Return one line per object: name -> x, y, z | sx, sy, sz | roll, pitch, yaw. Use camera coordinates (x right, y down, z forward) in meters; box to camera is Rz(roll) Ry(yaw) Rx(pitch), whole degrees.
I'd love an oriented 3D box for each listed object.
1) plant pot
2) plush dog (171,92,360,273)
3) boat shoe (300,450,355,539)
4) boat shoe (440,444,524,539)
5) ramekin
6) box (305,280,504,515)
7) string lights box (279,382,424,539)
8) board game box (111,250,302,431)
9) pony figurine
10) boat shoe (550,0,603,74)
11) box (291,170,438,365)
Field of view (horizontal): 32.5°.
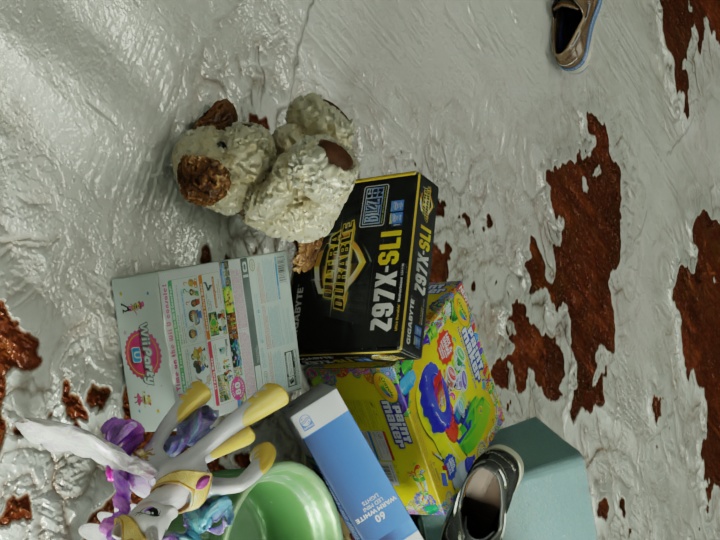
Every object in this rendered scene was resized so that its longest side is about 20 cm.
plant pot -> 0.164, 0.313, 1.509 | 0.196, 0.198, 0.198 | -144, -137, -78
plush dog -> -0.103, -0.093, 1.226 | 0.200, 0.170, 0.161 | -93, -157, -65
boat shoe -> -0.001, 0.264, 1.382 | 0.074, 0.066, 0.201 | -37, 117, -20
boat shoe -> 0.124, 0.294, 1.385 | 0.068, 0.071, 0.202 | -32, 140, -68
ramekin -> -0.110, 0.287, 1.207 | 0.199, 0.097, 0.202 | 10, 78, -56
box -> 0.058, 0.147, 1.459 | 0.193, 0.121, 0.201 | -48, 125, -49
string lights box -> -0.007, 0.220, 1.292 | 0.059, 0.103, 0.201 | -31, 95, -10
board game box -> -0.145, 0.065, 1.215 | 0.199, 0.064, 0.149 | -11, 94, -58
pony figurine -> -0.173, 0.170, 1.029 | 0.200, 0.192, 0.168 | -40, 116, -41
boat shoe -> 0.350, -0.427, 2.015 | 0.072, 0.072, 0.202 | 22, 68, -52
box -> 0.000, 0.000, 1.355 | 0.049, 0.159, 0.202 | 29, 63, -51
